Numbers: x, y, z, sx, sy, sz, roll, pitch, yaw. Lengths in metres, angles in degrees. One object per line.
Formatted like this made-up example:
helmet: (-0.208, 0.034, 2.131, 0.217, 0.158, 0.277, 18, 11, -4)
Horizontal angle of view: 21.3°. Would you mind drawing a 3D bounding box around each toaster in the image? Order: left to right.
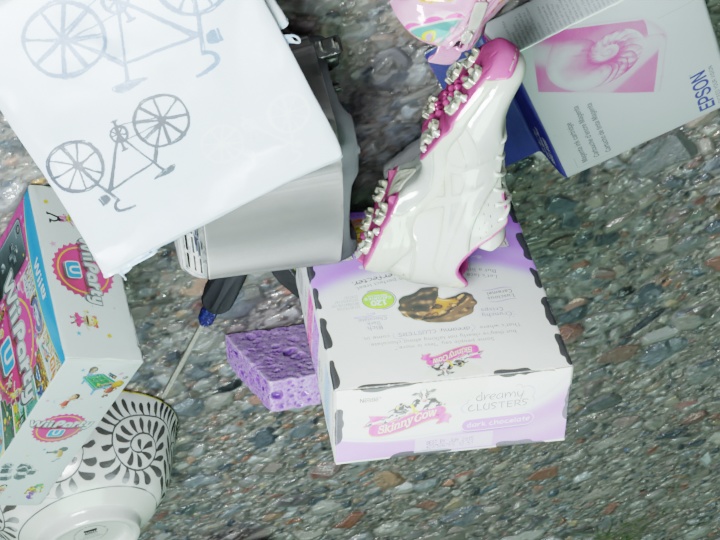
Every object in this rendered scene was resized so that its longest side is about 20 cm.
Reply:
toaster: (-0.072, -0.075, 1.299, 0.128, 0.115, 0.201, -13, 151, -8)

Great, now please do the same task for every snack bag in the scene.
snack bag: (-0.125, -0.114, 1.189, 0.187, 0.021, 0.201, -26, 114, 8)

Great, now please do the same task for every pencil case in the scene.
pencil case: (0.094, -0.220, 1.190, 0.087, 0.088, 0.200, 7, 140, -39)

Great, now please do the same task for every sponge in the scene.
sponge: (-0.002, 0.070, 1.593, 0.198, 0.111, 0.030, -9, 111, -21)

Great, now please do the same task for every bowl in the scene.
bowl: (-0.245, 0.196, 1.662, 0.199, 0.095, 0.201, -14, 150, -9)

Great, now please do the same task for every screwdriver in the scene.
screwdriver: (-0.131, 0.053, 1.554, 0.028, 0.029, 0.201, -2, 141, -28)

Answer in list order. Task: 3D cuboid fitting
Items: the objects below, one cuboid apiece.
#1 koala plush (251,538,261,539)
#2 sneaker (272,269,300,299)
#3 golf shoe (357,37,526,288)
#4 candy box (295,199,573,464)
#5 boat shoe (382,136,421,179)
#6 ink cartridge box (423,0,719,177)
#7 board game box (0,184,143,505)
koala plush: (-0.184, 0.361, 1.942, 0.197, 0.186, 0.178, 4, 161, 0)
sneaker: (0.000, 0.000, 1.509, 0.082, 0.072, 0.200, -31, 149, 17)
golf shoe: (0.073, -0.068, 1.292, 0.091, 0.076, 0.201, 24, 128, -10)
candy box: (0.047, 0.038, 1.366, 0.166, 0.201, 0.072, -4, 129, -8)
boat shoe: (0.076, -0.043, 1.496, 0.066, 0.074, 0.200, -22, 138, 13)
ink cartridge box: (0.166, -0.142, 1.408, 0.198, 0.044, 0.196, -26, 150, 8)
board game box: (-0.234, 0.057, 1.384, 0.064, 0.149, 0.200, 5, 142, -32)
